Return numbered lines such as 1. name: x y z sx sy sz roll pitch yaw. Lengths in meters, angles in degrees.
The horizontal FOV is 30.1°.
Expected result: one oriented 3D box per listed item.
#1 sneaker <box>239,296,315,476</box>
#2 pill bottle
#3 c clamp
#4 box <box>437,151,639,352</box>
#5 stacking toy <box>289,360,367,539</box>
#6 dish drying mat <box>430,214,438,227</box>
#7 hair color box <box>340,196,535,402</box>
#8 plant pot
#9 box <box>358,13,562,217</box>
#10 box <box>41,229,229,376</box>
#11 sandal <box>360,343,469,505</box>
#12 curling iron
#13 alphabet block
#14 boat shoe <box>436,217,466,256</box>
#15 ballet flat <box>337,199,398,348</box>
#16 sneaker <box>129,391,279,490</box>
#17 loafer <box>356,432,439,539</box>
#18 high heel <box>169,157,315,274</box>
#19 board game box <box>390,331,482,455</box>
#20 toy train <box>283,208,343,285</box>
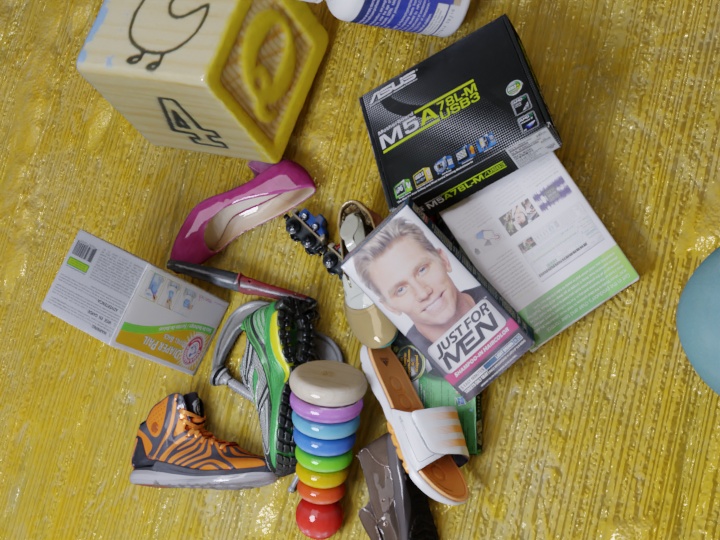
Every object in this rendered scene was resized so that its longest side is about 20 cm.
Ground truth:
1. sneaker: -0.094 0.136 1.532 0.085 0.078 0.201 -17 68 38
2. pill bottle: 0.021 -0.345 1.558 0.199 0.120 0.121 5 72 -20
3. c clamp: -0.106 0.134 1.578 0.200 0.027 0.171 35 90 27
4. box: 0.190 -0.033 1.460 0.144 0.036 0.201 -34 82 8
5. stacking toy: -0.043 0.204 1.470 0.085 0.085 0.201 17 113 26
6. dish drying mat: 0.061 -0.098 1.548 0.077 0.018 0.201 -32 52 46
7. hair color box: 0.082 0.031 1.414 0.100 0.061 0.200 -43 95 11
8. plant pot: 0.391 0.050 1.316 0.135 0.199 0.201 -1 70 62
9. box: 0.106 -0.167 1.482 0.199 0.048 0.194 -27 49 16
10. box: -0.260 0.041 1.575 0.112 0.200 0.102 24 86 25
11. sandal: 0.066 0.153 1.434 0.059 0.079 0.207 -40 67 31
12. curling iron: -0.141 0.019 1.599 0.199 0.050 0.026 21 115 13
13. alphabet block: -0.186 -0.264 1.616 0.199 0.196 0.197 10 71 30
14. boat shoe: 0.111 -0.113 1.533 0.062 0.073 0.202 4 81 21
15. ballet flat: 0.000 0.000 1.499 0.068 0.063 0.201 -26 43 16
16. sneaker: -0.184 0.197 1.565 0.199 0.078 0.113 -2 75 23
17. loafer: 0.038 0.275 1.454 0.071 0.073 0.202 -14 72 31
18. high heel: -0.144 -0.057 1.630 0.200 0.067 0.096 -44 52 -9
19. board game box: 0.083 0.105 1.491 0.104 0.023 0.202 -2 83 22
20. toy train: -0.018 -0.011 1.578 0.046 0.034 0.200 -45 65 -7
